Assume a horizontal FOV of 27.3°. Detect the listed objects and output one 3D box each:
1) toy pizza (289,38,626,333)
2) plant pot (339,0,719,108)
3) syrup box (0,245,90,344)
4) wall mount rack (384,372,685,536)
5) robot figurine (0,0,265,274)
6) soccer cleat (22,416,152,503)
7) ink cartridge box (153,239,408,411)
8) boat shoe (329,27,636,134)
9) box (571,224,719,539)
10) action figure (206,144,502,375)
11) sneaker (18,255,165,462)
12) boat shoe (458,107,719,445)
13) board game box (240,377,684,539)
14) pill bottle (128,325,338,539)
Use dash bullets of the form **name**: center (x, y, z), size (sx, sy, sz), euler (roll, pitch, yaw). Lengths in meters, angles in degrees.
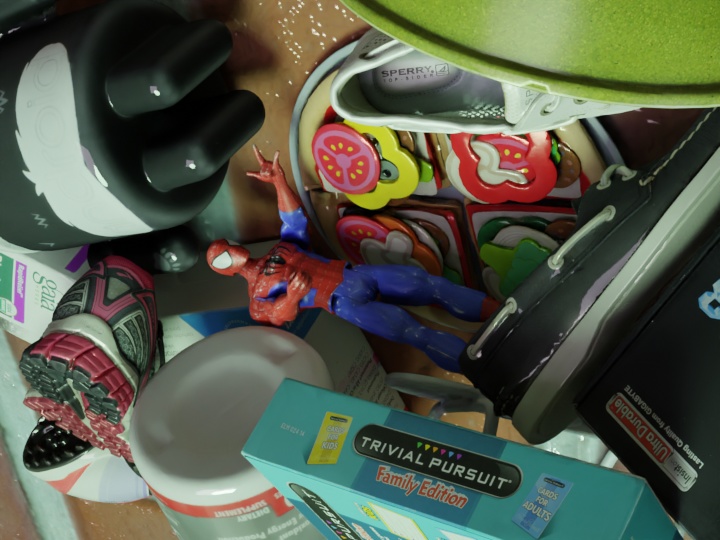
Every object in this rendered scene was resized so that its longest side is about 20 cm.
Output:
- **toy pizza**: center (0.048, -0.036, 0.785), size (0.199, 0.032, 0.201), euler (17, 135, 17)
- **plant pot**: center (0.092, -0.190, 0.515), size (0.199, 0.201, 0.194), euler (19, 125, 14)
- **syrup box**: center (-0.240, -0.032, 0.925), size (0.199, 0.082, 0.079), euler (27, 139, 8)
- **wall mount rack**: center (0.095, 0.113, 0.834), size (0.198, 0.075, 0.174), euler (14, 170, -12)
- **robot figurine**: center (-0.149, -0.077, 0.800), size (0.199, 0.152, 0.124), euler (-9, 168, 36)
- **soccer cleat**: center (-0.150, 0.130, 1.043), size (0.199, 0.069, 0.073), euler (-9, 141, 36)
- **ink cartridge box**: center (-0.046, 0.081, 0.924), size (0.115, 0.067, 0.201), euler (-8, 125, 36)
- **boat shoe**: center (0.079, -0.093, 0.669), size (0.199, 0.069, 0.071), euler (-10, 107, 26)
- **box**: center (0.214, 0.049, 0.602), size (0.199, 0.200, 0.050), euler (-50, 140, 13)
- **action figure**: center (0.000, 0.000, 0.772), size (0.199, 0.066, 0.099), euler (13, 152, 23)
- **sneaker**: center (-0.144, 0.057, 0.857), size (0.080, 0.075, 0.200), euler (28, 159, -2)
- **boat shoe**: center (0.121, -0.013, 0.693), size (0.060, 0.074, 0.201), euler (41, 106, 25)
- **board game box**: center (0.061, 0.127, 0.696), size (0.199, 0.047, 0.151), euler (13, 152, 38)
- **pill bottle**: center (-0.044, 0.137, 0.834), size (0.113, 0.114, 0.201), euler (5, 139, 27)
